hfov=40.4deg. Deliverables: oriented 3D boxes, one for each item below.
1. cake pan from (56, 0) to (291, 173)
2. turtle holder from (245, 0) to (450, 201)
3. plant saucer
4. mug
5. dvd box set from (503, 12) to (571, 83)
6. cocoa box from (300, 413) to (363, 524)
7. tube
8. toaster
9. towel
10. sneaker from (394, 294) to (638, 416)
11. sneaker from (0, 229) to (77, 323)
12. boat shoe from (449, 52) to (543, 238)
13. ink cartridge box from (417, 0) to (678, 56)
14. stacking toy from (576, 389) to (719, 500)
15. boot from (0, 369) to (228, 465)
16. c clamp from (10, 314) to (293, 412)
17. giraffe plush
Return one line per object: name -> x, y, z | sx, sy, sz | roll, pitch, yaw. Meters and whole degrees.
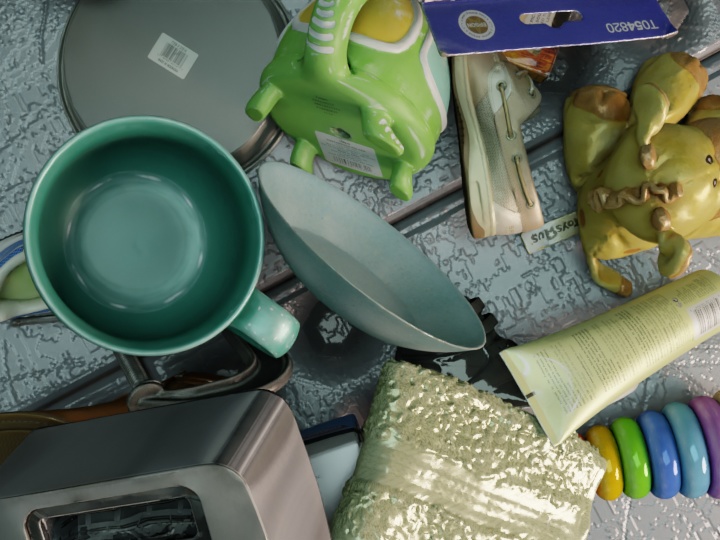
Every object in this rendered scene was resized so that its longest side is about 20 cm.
cake pan -> -0.147, -0.164, 0.780 | 0.199, 0.037, 0.201 | 0, 89, -1
turtle holder -> -0.008, -0.150, 0.719 | 0.185, 0.141, 0.132 | 39, 68, -41
plant saucer -> 0.000, 0.000, 0.691 | 0.201, 0.201, 0.039 | 38, 105, -1
mug -> -0.144, -0.007, 0.669 | 0.152, 0.114, 0.186 | -23, 96, -17
dvd box set -> 0.081, -0.255, 0.789 | 0.199, 0.029, 0.147 | 21, 89, -2
cocoa box -> -0.075, 0.206, 0.732 | 0.199, 0.131, 0.134 | -18, 90, -1
tube -> 0.200, 0.056, 0.744 | 0.199, 0.058, 0.052 | -24, 124, -26
toaster -> -0.104, 0.178, 0.579 | 0.199, 0.119, 0.182 | -11, 103, 10
towel -> 0.081, 0.156, 0.684 | 0.199, 0.036, 0.149 | 26, 71, -21
sneaker -> 0.118, 0.065, 0.768 | 0.199, 0.071, 0.100 | -6, 88, -2
sneaker -> -0.202, -0.012, 0.749 | 0.199, 0.077, 0.076 | -27, 114, 3
boat shoe -> 0.104, -0.127, 0.748 | 0.065, 0.072, 0.201 | -6, 97, 5
ink cartridge box -> 0.115, -0.248, 0.707 | 0.199, 0.041, 0.201 | -10, 62, -21
stacking toy -> 0.208, 0.151, 0.769 | 0.199, 0.085, 0.086 | -11, 90, 3
boot -> -0.180, 0.117, 0.719 | 0.199, 0.155, 0.074 | 4, 102, -5
c clamp -> -0.147, 0.061, 0.715 | 0.170, 0.200, 0.027 | -11, 113, -28
giraffe plush -> 0.221, -0.073, 0.725 | 0.200, 0.162, 0.173 | -39, 91, -2
